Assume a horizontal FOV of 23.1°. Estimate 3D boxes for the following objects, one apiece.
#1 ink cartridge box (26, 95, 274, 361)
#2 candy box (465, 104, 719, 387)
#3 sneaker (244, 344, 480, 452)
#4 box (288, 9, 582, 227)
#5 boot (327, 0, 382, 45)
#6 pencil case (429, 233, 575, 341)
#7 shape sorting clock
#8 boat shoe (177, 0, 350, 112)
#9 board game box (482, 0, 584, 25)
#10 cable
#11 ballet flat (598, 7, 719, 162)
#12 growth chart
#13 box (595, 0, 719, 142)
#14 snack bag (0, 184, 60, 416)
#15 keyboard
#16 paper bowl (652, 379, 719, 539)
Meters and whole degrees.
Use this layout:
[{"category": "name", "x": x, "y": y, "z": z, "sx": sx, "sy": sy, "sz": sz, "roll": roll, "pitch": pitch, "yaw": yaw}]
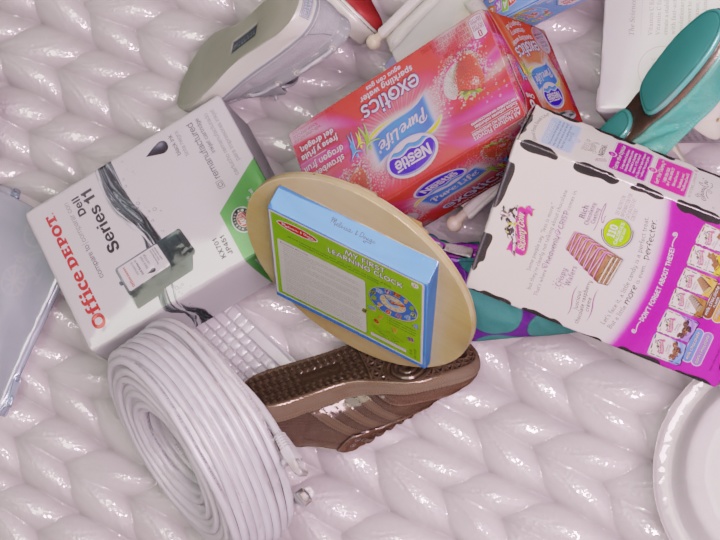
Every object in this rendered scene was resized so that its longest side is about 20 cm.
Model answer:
[{"category": "ink cartridge box", "x": -0.161, "y": -0.030, "z": 1.488, "sx": 0.200, "sy": 0.083, "sz": 0.147, "roll": -31, "pitch": 71, "yaw": 5}, {"category": "candy box", "x": 0.190, "y": -0.017, "z": 1.261, "sx": 0.199, "sy": 0.061, "sz": 0.137, "roll": 22, "pitch": 126, "yaw": 6}, {"category": "sneaker", "x": 0.001, "y": 0.104, "z": 1.428, "sx": 0.199, "sy": 0.076, "sz": 0.071, "roll": -11, "pitch": 37, "yaw": 0}, {"category": "box", "x": 0.058, "y": -0.106, "z": 1.358, "sx": 0.200, "sy": 0.100, "sz": 0.096, "roll": -30, "pitch": 70, "yaw": 29}, {"category": "boot", "x": -0.001, "y": -0.302, "z": 1.504, "sx": 0.144, "sy": 0.072, "sz": 0.200, "roll": -34, "pitch": 66, "yaw": 9}, {"category": "pencil case", "x": 0.140, "y": 0.006, "z": 1.377, "sx": 0.199, "sy": 0.093, "sz": 0.085, "roll": -6, "pitch": 44, "yaw": 18}, {"category": "shape sorting clock", "x": 0.000, "y": 0.000, "z": 1.335, "sx": 0.200, "sy": 0.200, "sz": 0.039, "roll": 23, "pitch": 61, "yaw": 23}, {"category": "boat shoe", "x": -0.082, "y": -0.174, "z": 1.490, "sx": 0.201, "sy": 0.071, "sz": 0.070, "roll": -26, "pitch": 46, "yaw": 49}, {"category": "board game box", "x": 0.138, "y": -0.300, "z": 1.422, "sx": 0.151, "sy": 0.036, "sz": 0.201, "roll": -18, "pitch": 68, "yaw": 59}, {"category": "cable", "x": -0.127, "y": 0.136, "z": 1.395, "sx": 0.069, "sy": 0.200, "sz": 0.200, "roll": -32, "pitch": 76, "yaw": -22}, {"category": "ballet flat", "x": 0.222, "y": -0.106, "z": 1.285, "sx": 0.200, "sy": 0.070, "sz": 0.067, "roll": -48, "pitch": 25, "yaw": 30}, {"category": "growth chart", "x": 0.076, "y": -0.145, "z": 1.418, "sx": 0.145, "sy": 0.018, "sz": 0.200, "roll": -36, "pitch": 67, "yaw": 27}, {"category": "box", "x": 0.291, "y": -0.183, "z": 1.350, "sx": 0.199, "sy": 0.106, "sz": 0.153, "roll": 2, "pitch": 81, "yaw": 20}, {"category": "snack bag", "x": -0.355, "y": 0.009, "z": 1.596, "sx": 0.200, "sy": 0.021, "sz": 0.189, "roll": 24, "pitch": 89, "yaw": 23}, {"category": "keyboard", "x": -0.114, "y": 0.059, "z": 1.503, "sx": 0.200, "sy": 0.011, "sz": 0.056, "roll": 42, "pitch": 95, "yaw": 22}, {"category": "paper bowl", "x": 0.313, "y": 0.150, "z": 1.278, "sx": 0.200, "sy": 0.104, "sz": 0.201, "roll": -5, "pitch": 76, "yaw": 20}]
